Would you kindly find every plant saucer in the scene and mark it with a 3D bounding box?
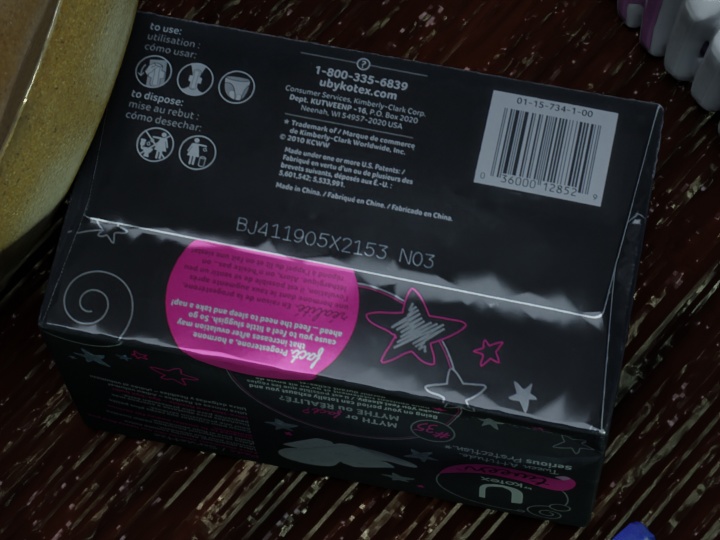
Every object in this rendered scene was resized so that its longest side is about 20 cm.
[{"bbox_3d":[-0.123,-0.073,0.863,0.035,0.200,0.201,20,68,-20],"label":"plant saucer"}]

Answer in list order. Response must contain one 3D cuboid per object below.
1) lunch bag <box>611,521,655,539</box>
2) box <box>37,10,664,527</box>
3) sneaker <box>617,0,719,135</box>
[{"bbox_3d":[0.082,0.207,0.770,0.170,0.124,0.200,43,83,18],"label":"lunch bag"},{"bbox_3d":[0.000,0.000,0.857,0.199,0.115,0.133,11,68,5],"label":"box"},{"bbox_3d":[0.163,-0.104,0.915,0.088,0.081,0.201,-30,76,-14],"label":"sneaker"}]
